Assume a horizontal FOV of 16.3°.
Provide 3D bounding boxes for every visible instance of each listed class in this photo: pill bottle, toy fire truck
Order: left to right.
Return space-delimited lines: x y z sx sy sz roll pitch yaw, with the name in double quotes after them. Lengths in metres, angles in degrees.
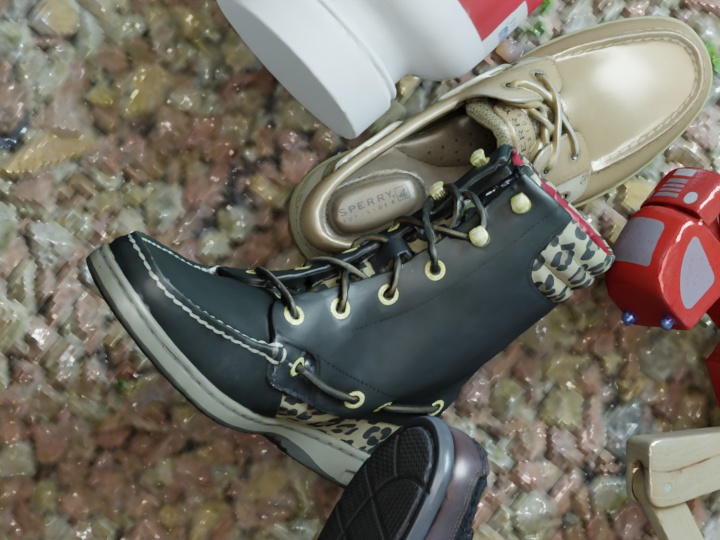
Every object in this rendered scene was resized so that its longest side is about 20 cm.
0.039 -0.154 1.051 0.200 0.112 0.112 -44 93 -6 "pill bottle"
0.158 0.071 1.068 0.141 0.049 0.200 -49 112 -17 "toy fire truck"

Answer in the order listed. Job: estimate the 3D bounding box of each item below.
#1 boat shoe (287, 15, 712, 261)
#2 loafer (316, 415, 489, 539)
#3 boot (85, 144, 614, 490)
0.066 -0.052 1.074 0.200 0.065 0.071 -27 91 -7 "boat shoe"
0.008 0.145 1.035 0.063 0.072 0.200 18 118 -22 "loafer"
0.000 -0.001 0.999 0.154 0.204 0.074 -42 50 10 "boot"
